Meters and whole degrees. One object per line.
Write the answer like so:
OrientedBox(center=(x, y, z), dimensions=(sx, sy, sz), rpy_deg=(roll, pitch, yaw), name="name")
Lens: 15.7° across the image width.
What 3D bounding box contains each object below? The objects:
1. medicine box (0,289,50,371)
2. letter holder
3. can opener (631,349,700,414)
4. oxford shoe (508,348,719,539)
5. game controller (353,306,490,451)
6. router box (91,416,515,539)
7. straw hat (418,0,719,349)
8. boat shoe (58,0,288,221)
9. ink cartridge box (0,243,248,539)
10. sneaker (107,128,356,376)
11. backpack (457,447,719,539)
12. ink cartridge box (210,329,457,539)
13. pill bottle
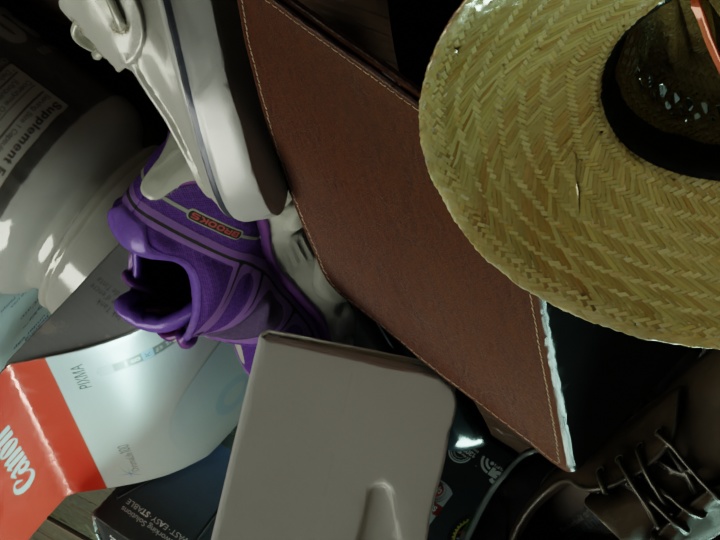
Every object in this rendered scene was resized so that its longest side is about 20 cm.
OrientedBox(center=(-0.234, -0.035, 1.409), dimensions=(0.182, 0.103, 0.200), rpy_deg=(36, 160, 9), name="medicine box")
OrientedBox(center=(0.046, -0.046, 0.937), dimensions=(0.142, 0.101, 0.200), rpy_deg=(35, 159, 28), name="letter holder")
OrientedBox(center=(0.098, 0.029, 1.085), dimensions=(0.200, 0.053, 0.067), rpy_deg=(36, 124, 5), name="can opener")
OrientedBox(center=(0.130, 0.075, 0.986), dimensions=(0.073, 0.084, 0.200), rpy_deg=(48, 129, 3), name="oxford shoe")
OrientedBox(center=(0.000, 0.000, 1.164), dimensions=(0.104, 0.042, 0.200), rpy_deg=(36, 163, 47), name="game controller")
OrientedBox(center=(-0.012, 0.129, 1.305), dimensions=(0.200, 0.150, 0.062), rpy_deg=(32, 158, 19), name="router box")
OrientedBox(center=(0.120, -0.069, 0.779), dimensions=(0.200, 0.085, 0.201), rpy_deg=(5, 139, 4), name="straw hat")
OrientedBox(center=(-0.083, -0.109, 0.968), dimensions=(0.065, 0.072, 0.201), rpy_deg=(-15, 107, 17), name="boat shoe")
OrientedBox(center=(-0.113, 0.064, 1.219), dimensions=(0.047, 0.200, 0.160), rpy_deg=(35, 162, 19), name="ink cartridge box")
OrientedBox(center=(-0.063, 0.002, 1.093), dimensions=(0.081, 0.083, 0.200), rpy_deg=(43, 170, 28), name="sneaker")
OrientedBox(center=(0.108, 0.186, 1.151), dimensions=(0.177, 0.200, 0.150), rpy_deg=(32, -169, 18), name="backpack")
OrientedBox(center=(-0.019, 0.118, 1.086), dimensions=(0.084, 0.145, 0.200), rpy_deg=(12, 167, 0), name="ink cartridge box")
OrientedBox(center=(-0.176, -0.061, 1.255), dimensions=(0.200, 0.114, 0.114), rpy_deg=(37, 159, 8), name="pill bottle")
